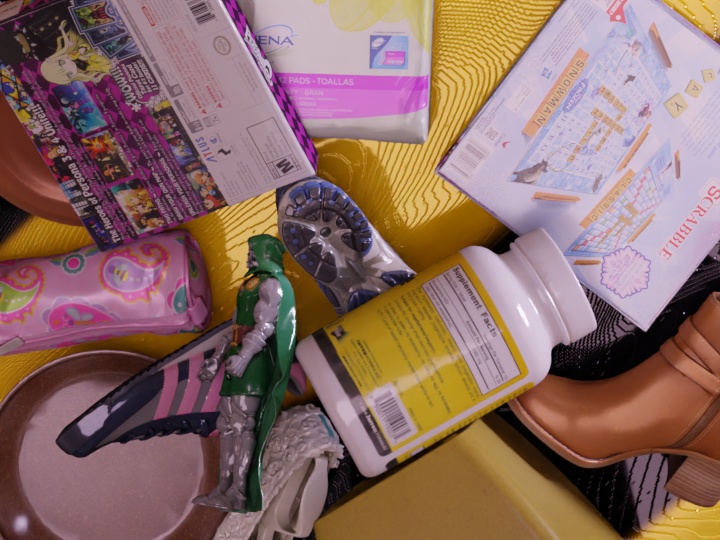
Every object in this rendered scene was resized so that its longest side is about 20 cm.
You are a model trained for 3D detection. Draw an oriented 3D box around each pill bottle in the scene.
[{"bbox_3d":[0.063,0.054,1.592,0.199,0.112,0.113,-29,99,-3],"label":"pill bottle"}]

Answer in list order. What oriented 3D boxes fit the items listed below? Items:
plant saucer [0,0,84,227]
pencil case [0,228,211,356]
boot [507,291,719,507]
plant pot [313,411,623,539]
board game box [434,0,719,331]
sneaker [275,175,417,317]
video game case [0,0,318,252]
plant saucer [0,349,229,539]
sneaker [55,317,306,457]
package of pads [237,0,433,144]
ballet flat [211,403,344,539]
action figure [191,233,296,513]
[{"bbox_3d":[-0.207,-0.112,1.638,0.199,0.038,0.201,2,124,2],"label":"plant saucer"},{"bbox_3d":[-0.214,0.022,1.679,0.199,0.087,0.088,-9,102,6],"label":"pencil case"},{"bbox_3d":[0.220,0.081,1.630,0.199,0.077,0.156,26,121,-5],"label":"boot"},{"bbox_3d":[0.077,0.216,1.646,0.200,0.200,0.177,-32,87,12],"label":"plant pot"},{"bbox_3d":[0.192,-0.093,1.629,0.199,0.041,0.200,37,105,-3],"label":"board game box"},{"bbox_3d":[0.000,0.000,1.661,0.077,0.085,0.200,-33,120,-2],"label":"sneaker"},{"bbox_3d":[-0.152,-0.124,1.581,0.181,0.036,0.200,-20,120,17],"label":"video game case"},{"bbox_3d":[-0.195,0.153,1.723,0.199,0.037,0.201,-1,105,-2],"label":"plant saucer"},{"bbox_3d":[-0.128,0.100,1.652,0.200,0.070,0.082,-30,91,-18],"label":"sneaker"},{"bbox_3d":[-0.024,-0.196,1.617,0.154,0.068,0.201,3,103,4],"label":"package of pads"},{"bbox_3d":[-0.070,0.198,1.705,0.072,0.072,0.201,24,105,1],"label":"ballet flat"},{"bbox_3d":[-0.082,0.072,1.598,0.054,0.118,0.201,12,80,-21],"label":"action figure"}]
